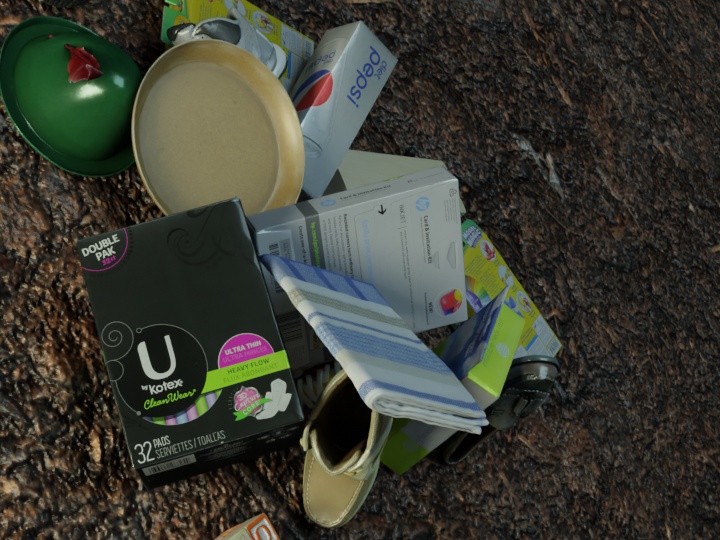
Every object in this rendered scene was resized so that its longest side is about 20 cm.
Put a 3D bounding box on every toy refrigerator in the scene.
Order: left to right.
[{"bbox_3d":[0.025,-0.084,1.442,0.199,0.070,0.076,1,59,-48],"label":"toy refrigerator"}]

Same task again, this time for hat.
[{"bbox_3d":[-0.221,-0.191,1.150,0.165,0.176,0.201,21,52,-37],"label":"hat"}]

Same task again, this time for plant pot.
[{"bbox_3d":[-0.138,-0.120,1.196,0.199,0.027,0.202,8,78,-41],"label":"plant pot"}]

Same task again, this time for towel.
[{"bbox_3d":[0.009,0.061,1.049,0.146,0.024,0.200,19,22,-44],"label":"towel"}]

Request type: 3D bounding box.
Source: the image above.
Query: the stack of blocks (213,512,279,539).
[{"bbox_3d":[-0.128,0.303,1.034,0.200,0.058,0.116,-31,90,-52],"label":"stack of blocks"}]

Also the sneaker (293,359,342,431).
[{"bbox_3d":[-0.040,0.115,1.223,0.199,0.090,0.075,-13,76,-51],"label":"sneaker"}]

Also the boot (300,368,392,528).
[{"bbox_3d":[-0.017,0.158,1.114,0.072,0.201,0.155,21,13,5],"label":"boot"}]

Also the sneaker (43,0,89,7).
[{"bbox_3d":[-0.338,-0.312,1.200,0.199,0.077,0.089,3,51,-52],"label":"sneaker"}]

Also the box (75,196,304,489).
[{"bbox_3d":[-0.145,0.064,1.070,0.148,0.124,0.201,-15,74,-9],"label":"box"}]

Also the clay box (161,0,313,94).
[{"bbox_3d":[-0.140,-0.240,1.362,0.199,0.047,0.116,25,52,-35],"label":"clay box"}]

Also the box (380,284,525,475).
[{"bbox_3d":[0.094,0.113,1.281,0.048,0.200,0.122,37,42,-9],"label":"box"}]

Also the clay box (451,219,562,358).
[{"bbox_3d":[0.155,0.045,1.516,0.201,0.047,0.115,54,39,-5],"label":"clay box"}]

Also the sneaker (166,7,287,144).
[{"bbox_3d":[-0.168,-0.183,1.249,0.116,0.075,0.201,47,62,-27],"label":"sneaker"}]

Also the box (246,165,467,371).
[{"bbox_3d":[0.000,0.000,1.172,0.041,0.199,0.157,-128,-153,-56],"label":"box"}]

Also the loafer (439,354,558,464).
[{"bbox_3d":[0.145,0.150,1.320,0.071,0.200,0.063,12,60,-25],"label":"loafer"}]

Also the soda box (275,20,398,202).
[{"bbox_3d":[-0.040,-0.168,1.340,0.068,0.063,0.201,42,65,-30],"label":"soda box"}]
